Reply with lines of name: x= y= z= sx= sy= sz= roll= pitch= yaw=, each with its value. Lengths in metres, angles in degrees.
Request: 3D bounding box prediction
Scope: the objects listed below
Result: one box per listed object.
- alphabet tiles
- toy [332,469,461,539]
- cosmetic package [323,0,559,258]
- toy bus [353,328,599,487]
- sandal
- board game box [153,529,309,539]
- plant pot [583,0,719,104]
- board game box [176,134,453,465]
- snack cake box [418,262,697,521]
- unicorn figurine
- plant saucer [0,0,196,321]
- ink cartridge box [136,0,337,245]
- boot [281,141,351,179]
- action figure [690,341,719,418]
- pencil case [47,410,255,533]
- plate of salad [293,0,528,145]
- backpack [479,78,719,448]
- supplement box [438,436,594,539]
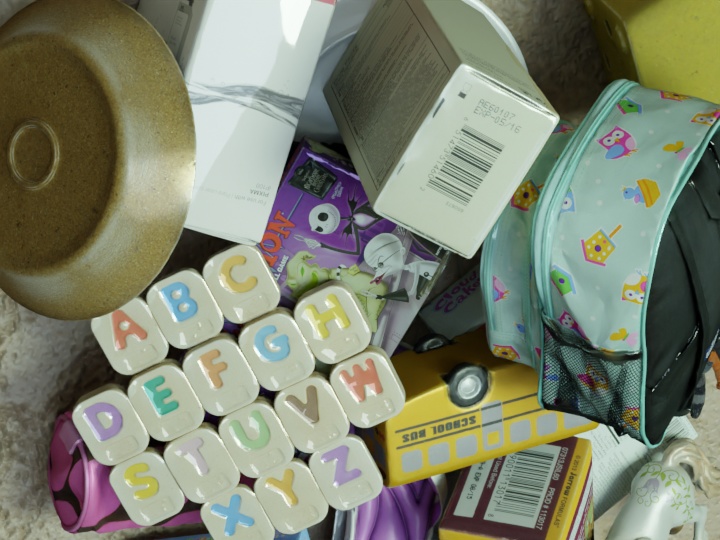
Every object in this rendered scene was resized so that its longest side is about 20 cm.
alphabet tiles: x=-0.078 y=0.087 z=1.242 sx=0.200 sy=0.015 sz=0.196 roll=-25 pitch=107 yaw=8
toy: x=0.025 y=0.200 z=1.421 sx=0.115 sy=0.047 sz=0.201 roll=5 pitch=101 yaw=-22
cosmetic package: x=0.044 y=-0.100 z=1.179 sx=0.073 sy=0.200 sz=0.104 roll=26 pitch=108 yaw=-19
toy bus: x=0.097 y=0.080 z=1.318 sx=0.199 sy=0.065 sz=0.079 roll=-14 pitch=114 yaw=-19
sandal: x=0.027 y=0.150 z=1.357 sx=0.082 sy=0.050 sz=0.203 roll=-2 pitch=97 yaw=-13
board game box: x=-0.088 y=0.277 z=1.374 sx=0.151 sy=0.037 sz=0.201 roll=-8 pitch=116 yaw=14
plant pot: x=0.266 y=-0.162 z=1.313 sx=0.199 sy=0.194 sz=0.196 roll=-20 pitch=115 yaw=0
board game box: x=-0.032 y=0.026 z=1.246 sx=0.120 sy=0.032 sz=0.200 roll=28 pitch=110 yaw=-7
snack cake box: x=0.145 y=0.077 z=1.412 sx=0.115 sy=0.067 sz=0.200 roll=-38 pitch=117 yaw=-4
unicorn figurine: x=0.201 y=0.206 z=1.393 sx=0.137 sy=0.074 sz=0.200 roll=58 pitch=44 yaw=-52
plant saucer: x=-0.186 y=-0.069 z=1.165 sx=0.035 sy=0.200 sz=0.201 roll=-1 pitch=113 yaw=-55
ink cartridge box: x=-0.087 y=-0.135 z=1.202 sx=0.083 sy=0.147 sz=0.201 roll=13 pitch=103 yaw=-24
boot: x=0.001 y=0.000 z=1.290 sx=0.198 sy=0.073 sz=0.163 roll=4 pitch=117 yaw=-9
action figure: x=0.231 y=0.036 z=1.399 sx=0.104 sy=0.200 sz=0.194 roll=-23 pitch=115 yaw=35
pencil case: x=-0.111 y=0.123 z=1.321 sx=0.199 sy=0.091 sz=0.094 roll=-8 pitch=142 yaw=-19
plate of salad: x=0.017 y=-0.106 z=1.309 sx=0.199 sy=0.048 sz=0.201 roll=-4 pitch=115 yaw=-8
backpack: x=0.164 y=-0.019 z=1.213 sx=0.176 sy=0.153 sz=0.200 roll=-53 pitch=157 yaw=-33
supplement box: x=0.115 y=0.221 z=1.387 sx=0.085 sy=0.110 sz=0.200 roll=9 pitch=132 yaw=17
